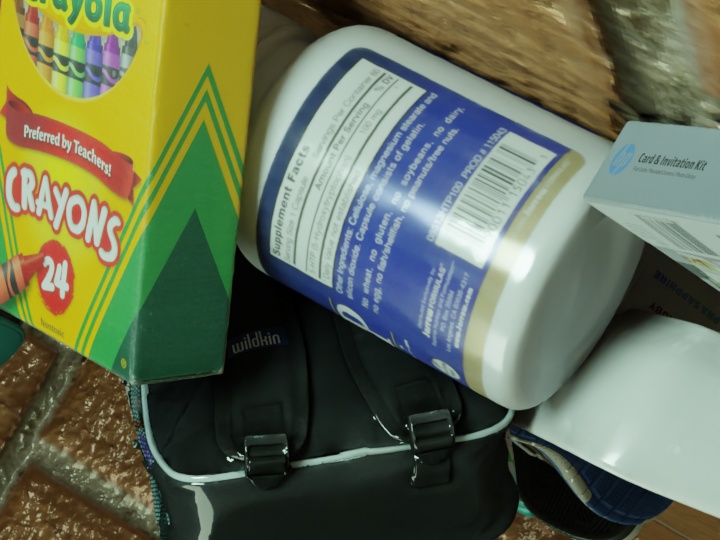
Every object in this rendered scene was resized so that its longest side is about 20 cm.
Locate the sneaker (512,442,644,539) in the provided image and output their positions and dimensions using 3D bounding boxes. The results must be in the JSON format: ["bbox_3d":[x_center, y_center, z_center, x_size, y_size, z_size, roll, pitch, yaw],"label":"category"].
[{"bbox_3d":[0.128,0.126,1.404,0.121,0.084,0.200,35,-177,-46],"label":"sneaker"}]

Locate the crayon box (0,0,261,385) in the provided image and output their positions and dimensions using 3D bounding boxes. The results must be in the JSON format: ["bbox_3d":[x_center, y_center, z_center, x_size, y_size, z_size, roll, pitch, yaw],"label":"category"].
[{"bbox_3d":[-0.102,-0.067,0.927,0.051,0.201,0.127,-5,-161,-39],"label":"crayon box"}]

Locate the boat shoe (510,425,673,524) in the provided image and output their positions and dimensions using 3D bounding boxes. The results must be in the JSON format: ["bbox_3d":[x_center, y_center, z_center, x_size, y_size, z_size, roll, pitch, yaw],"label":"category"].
[{"bbox_3d":[0.115,0.075,1.243,0.200,0.072,0.072,39,-179,-41],"label":"boat shoe"}]

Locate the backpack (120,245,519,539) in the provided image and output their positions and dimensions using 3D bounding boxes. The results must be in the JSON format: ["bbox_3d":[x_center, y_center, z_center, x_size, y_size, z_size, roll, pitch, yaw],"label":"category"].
[{"bbox_3d":[-0.022,0.055,1.040,0.151,0.177,0.200,89,168,-45],"label":"backpack"}]

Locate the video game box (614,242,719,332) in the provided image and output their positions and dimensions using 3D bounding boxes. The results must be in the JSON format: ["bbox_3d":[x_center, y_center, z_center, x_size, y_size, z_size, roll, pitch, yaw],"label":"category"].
[{"bbox_3d":[0.141,0.023,1.174,0.182,0.047,0.200,32,175,-30],"label":"video game box"}]

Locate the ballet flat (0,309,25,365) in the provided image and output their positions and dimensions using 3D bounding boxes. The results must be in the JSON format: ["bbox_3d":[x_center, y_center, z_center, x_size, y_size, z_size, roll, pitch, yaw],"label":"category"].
[{"bbox_3d":[-0.239,0.006,1.154,0.069,0.070,0.200,29,175,19],"label":"ballet flat"}]

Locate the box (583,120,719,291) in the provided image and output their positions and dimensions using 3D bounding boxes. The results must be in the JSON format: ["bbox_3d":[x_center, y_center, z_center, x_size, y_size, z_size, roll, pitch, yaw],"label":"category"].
[{"bbox_3d":[0.200,0.015,0.827,0.200,0.041,0.156,34,174,-20],"label":"box"}]

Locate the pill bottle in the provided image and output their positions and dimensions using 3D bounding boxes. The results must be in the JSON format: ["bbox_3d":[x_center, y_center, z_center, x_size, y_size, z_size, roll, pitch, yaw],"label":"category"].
[{"bbox_3d":[0.013,-0.036,0.951,0.200,0.120,0.120,29,174,23],"label":"pill bottle"}]

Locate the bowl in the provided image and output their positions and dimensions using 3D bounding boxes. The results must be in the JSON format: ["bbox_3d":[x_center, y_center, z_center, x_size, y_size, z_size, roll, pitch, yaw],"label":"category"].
[{"bbox_3d":[0.177,0.078,0.995,0.200,0.075,0.200,24,179,-7],"label":"bowl"}]
